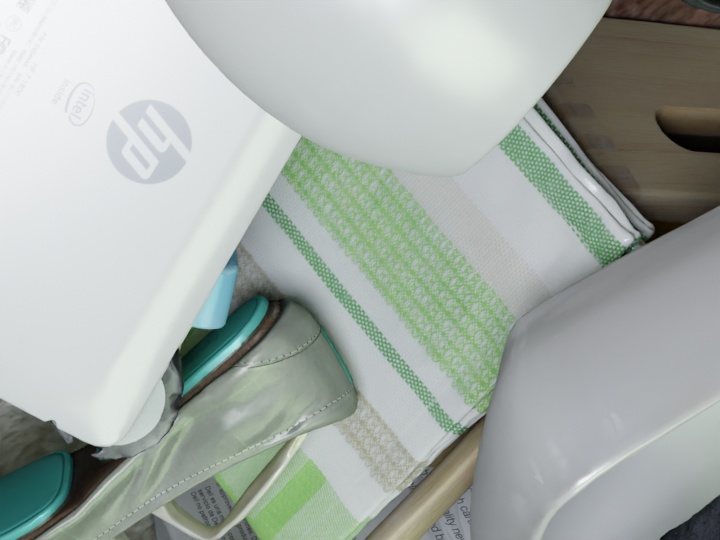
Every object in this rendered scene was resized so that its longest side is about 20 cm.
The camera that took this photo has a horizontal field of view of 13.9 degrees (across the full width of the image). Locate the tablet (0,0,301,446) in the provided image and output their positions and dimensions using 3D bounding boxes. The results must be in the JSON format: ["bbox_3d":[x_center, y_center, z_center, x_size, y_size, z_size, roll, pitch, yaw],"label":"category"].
[{"bbox_3d":[-0.087,-0.053,0.963,0.130,0.014,0.200,29,101,-11],"label":"tablet"}]

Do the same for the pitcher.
[{"bbox_3d":[-0.006,-0.140,0.880,0.200,0.121,0.172,40,105,-7],"label":"pitcher"}]

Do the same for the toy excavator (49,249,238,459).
[{"bbox_3d":[-0.068,-0.044,1.018,0.194,0.100,0.201,11,110,-7],"label":"toy excavator"}]

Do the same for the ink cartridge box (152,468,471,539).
[{"bbox_3d":[0.028,0.134,1.282,0.199,0.146,0.084,-20,145,-13],"label":"ink cartridge box"}]

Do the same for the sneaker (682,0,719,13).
[{"bbox_3d":[0.167,-0.143,1.062,0.199,0.099,0.071,-14,142,-23],"label":"sneaker"}]

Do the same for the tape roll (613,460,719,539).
[{"bbox_3d":[0.141,0.149,1.222,0.202,0.037,0.203,-16,129,-20],"label":"tape roll"}]

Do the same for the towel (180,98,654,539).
[{"bbox_3d":[0.000,0.000,1.098,0.200,0.149,0.031,-46,163,26],"label":"towel"}]

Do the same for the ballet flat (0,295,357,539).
[{"bbox_3d":[-0.087,0.086,1.084,0.200,0.067,0.064,-35,106,14],"label":"ballet flat"}]

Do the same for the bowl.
[{"bbox_3d":[0.121,0.045,1.059,0.199,0.075,0.200,-28,156,-14],"label":"bowl"}]

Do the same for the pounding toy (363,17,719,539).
[{"bbox_3d":[0.083,0.015,1.169,0.199,0.142,0.184,2,135,-37],"label":"pounding toy"}]

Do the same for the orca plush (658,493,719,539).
[{"bbox_3d":[0.138,0.127,1.060,0.200,0.071,0.105,-44,157,23],"label":"orca plush"}]
